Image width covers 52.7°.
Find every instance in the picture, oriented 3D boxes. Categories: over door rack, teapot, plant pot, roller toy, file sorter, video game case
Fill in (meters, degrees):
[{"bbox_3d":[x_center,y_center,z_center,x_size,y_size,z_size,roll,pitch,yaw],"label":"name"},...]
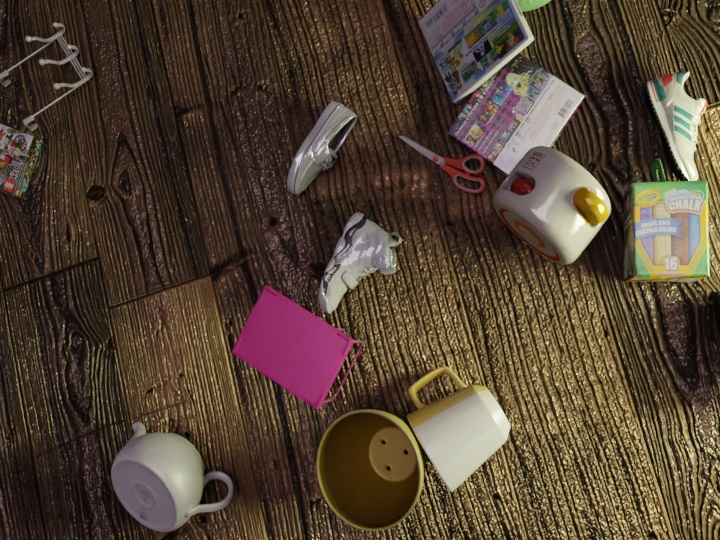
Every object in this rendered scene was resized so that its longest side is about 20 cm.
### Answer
[{"bbox_3d":[-0.705,-0.432,1.605,0.198,0.067,0.149,-37,77,7],"label":"over door rack"},{"bbox_3d":[-0.370,0.392,1.412,0.194,0.146,0.203,-22,101,35],"label":"teapot"},{"bbox_3d":[0.037,0.342,1.306,0.195,0.141,0.206,0,89,23],"label":"plant pot"},{"bbox_3d":[0.334,-0.118,1.261,0.182,0.200,0.141,40,89,15],"label":"roller toy"},{"bbox_3d":[-0.112,0.144,1.377,0.197,0.125,0.141,30,93,15],"label":"file sorter"},{"bbox_3d":[0.290,-0.289,1.369,0.180,0.036,0.202,36,93,14],"label":"video game case"},{"bbox_3d":[0.210,-0.447,1.354,0.199,0.022,0.186,-34,73,44],"label":"video game case"}]

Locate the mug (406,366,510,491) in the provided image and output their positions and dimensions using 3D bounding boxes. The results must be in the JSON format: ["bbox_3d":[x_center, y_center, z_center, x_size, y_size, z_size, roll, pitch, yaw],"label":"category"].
[{"bbox_3d":[0.172,0.268,1.293,0.151,0.149,0.189,-32,85,0],"label":"mug"}]

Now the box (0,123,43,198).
[{"bbox_3d":[-0.820,-0.260,1.630,0.195,0.038,0.140,20,89,14],"label":"box"}]

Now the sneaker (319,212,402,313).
[{"bbox_3d":[0.000,0.000,1.389,0.113,0.075,0.204,22,87,17],"label":"sneaker"}]

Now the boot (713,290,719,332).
[{"bbox_3d":[0.693,0.120,1.215,0.150,0.073,0.209,-14,81,9],"label":"boot"}]

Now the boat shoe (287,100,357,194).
[{"bbox_3d":[-0.075,-0.234,1.432,0.064,0.073,0.203,30,93,18],"label":"boat shoe"}]

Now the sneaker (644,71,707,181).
[{"bbox_3d":[0.573,-0.256,1.280,0.091,0.070,0.205,-20,78,17],"label":"sneaker"}]

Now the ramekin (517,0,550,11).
[{"bbox_3d":[0.302,-0.604,1.364,0.194,0.098,0.206,-1,84,13],"label":"ramekin"}]

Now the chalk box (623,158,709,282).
[{"bbox_3d":[0.521,-0.086,1.249,0.120,0.124,0.206,1,86,13],"label":"chalk box"}]

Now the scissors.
[{"bbox_3d":[0.154,-0.204,1.401,0.196,0.014,0.075,20,116,26],"label":"scissors"}]
